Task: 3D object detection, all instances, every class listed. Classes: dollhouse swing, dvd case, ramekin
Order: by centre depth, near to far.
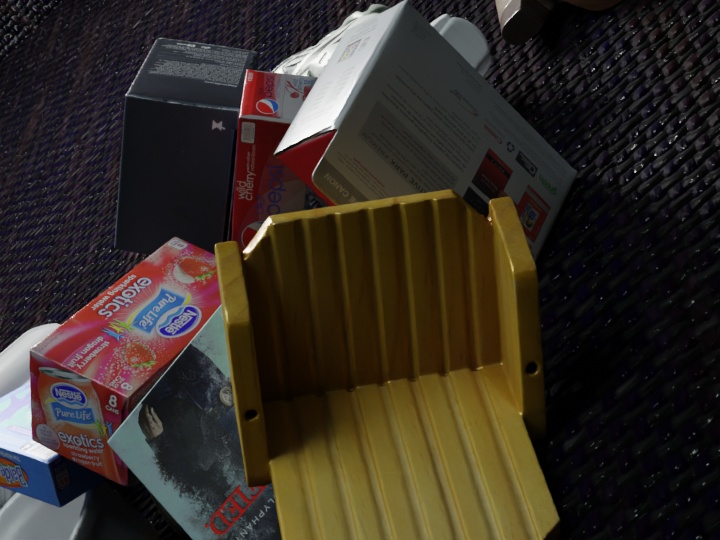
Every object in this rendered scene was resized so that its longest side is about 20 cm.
[{"bbox_3d":[0.022,0.073,1.017,0.198,0.184,0.176,-8,23,-5],"label":"dollhouse swing"},{"bbox_3d":[-0.066,0.138,1.138,0.146,0.200,0.022,-48,-14,15],"label":"dvd case"},{"bbox_3d":[-0.259,0.266,1.391,0.200,0.098,0.201,-38,25,22],"label":"ramekin"}]

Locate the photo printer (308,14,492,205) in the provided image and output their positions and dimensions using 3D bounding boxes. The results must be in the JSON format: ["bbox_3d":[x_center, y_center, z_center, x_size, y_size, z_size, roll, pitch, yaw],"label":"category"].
[{"bbox_3d":[0.024,-0.134,1.474,0.167,0.069,0.200,-51,8,-14],"label":"photo printer"}]

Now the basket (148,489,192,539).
[{"bbox_3d":[-0.038,0.100,1.216,0.199,0.137,0.180,-29,7,28],"label":"basket"}]

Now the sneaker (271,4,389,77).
[{"bbox_3d":[-0.041,-0.198,1.745,0.200,0.074,0.089,-41,22,20],"label":"sneaker"}]

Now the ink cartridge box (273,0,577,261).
[{"bbox_3d":[0.043,-0.063,1.226,0.084,0.200,0.176,-17,37,51],"label":"ink cartridge box"}]

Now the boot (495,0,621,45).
[{"bbox_3d":[0.193,-0.286,1.475,0.199,0.070,0.147,-29,28,38],"label":"boot"}]

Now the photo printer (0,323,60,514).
[{"bbox_3d":[-0.312,0.153,1.553,0.069,0.168,0.200,7,25,16],"label":"photo printer"}]

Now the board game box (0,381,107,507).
[{"bbox_3d":[-0.231,0.123,1.412,0.151,0.045,0.199,9,29,43],"label":"board game box"}]

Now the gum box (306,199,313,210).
[{"bbox_3d":[-0.150,0.015,1.609,0.169,0.045,0.200,-24,23,44],"label":"gum box"}]

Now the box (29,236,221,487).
[{"bbox_3d":[-0.168,0.069,1.334,0.200,0.099,0.096,-42,-33,-48],"label":"box"}]

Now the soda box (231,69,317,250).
[{"bbox_3d":[-0.077,-0.071,1.418,0.070,0.063,0.201,-87,4,-47],"label":"soda box"}]

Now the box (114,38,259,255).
[{"bbox_3d":[-0.157,-0.114,1.516,0.200,0.103,0.149,-85,3,-69],"label":"box"}]
